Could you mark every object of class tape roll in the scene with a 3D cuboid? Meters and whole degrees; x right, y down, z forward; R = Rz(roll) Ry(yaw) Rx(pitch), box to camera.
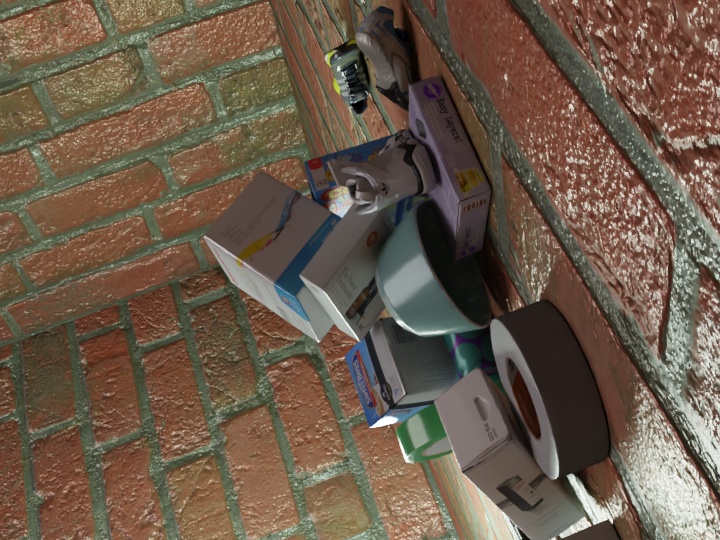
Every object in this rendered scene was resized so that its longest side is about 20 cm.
[{"bbox_3d":[0.221,0.141,1.210,0.200,0.065,0.203,161,91,-85],"label":"tape roll"},{"bbox_3d":[0.152,0.228,1.532,0.201,0.197,0.049,83,167,-69],"label":"tape roll"}]

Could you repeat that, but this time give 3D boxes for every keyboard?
[{"bbox_3d":[0.048,-0.129,1.483,0.011,0.197,0.057,-60,36,39],"label":"keyboard"}]

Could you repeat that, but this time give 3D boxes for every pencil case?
[{"bbox_3d":[0.159,0.084,1.576,0.093,0.084,0.203,114,139,-60],"label":"pencil case"}]

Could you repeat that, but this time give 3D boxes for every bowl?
[{"bbox_3d":[0.093,0.014,1.459,0.201,0.104,0.202,46,-153,-31],"label":"bowl"}]

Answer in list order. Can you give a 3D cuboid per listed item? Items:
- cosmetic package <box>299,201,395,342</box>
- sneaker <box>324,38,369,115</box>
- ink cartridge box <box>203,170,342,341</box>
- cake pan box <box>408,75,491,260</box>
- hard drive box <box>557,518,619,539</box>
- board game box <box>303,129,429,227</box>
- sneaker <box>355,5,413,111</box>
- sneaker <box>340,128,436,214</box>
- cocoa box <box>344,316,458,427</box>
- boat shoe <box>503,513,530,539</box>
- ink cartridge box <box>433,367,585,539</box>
[{"bbox_3d":[0.000,0.000,1.516,0.051,0.152,0.200,28,166,27],"label":"cosmetic package"},{"bbox_3d":[-0.014,-0.366,1.926,0.082,0.073,0.200,62,180,18],"label":"sneaker"},{"bbox_3d":[-0.110,-0.023,1.578,0.199,0.147,0.147,31,162,27],"label":"ink cartridge box"},{"bbox_3d":[0.118,-0.134,1.392,0.201,0.051,0.187,82,170,-66],"label":"cake pan box"},{"bbox_3d":[0.307,0.429,1.301,0.201,0.076,0.158,79,170,-62],"label":"hard drive box"},{"bbox_3d":[0.021,-0.128,1.616,0.196,0.197,0.057,80,172,-65],"label":"board game box"},{"bbox_3d":[0.051,-0.302,1.485,0.071,0.073,0.200,34,168,30],"label":"sneaker"},{"bbox_3d":[0.030,-0.137,1.402,0.200,0.113,0.076,-121,12,-72],"label":"sneaker"},{"bbox_3d":[0.100,0.157,1.648,0.131,0.197,0.135,-47,56,48],"label":"cocoa box"},{"bbox_3d":[0.261,0.355,1.596,0.060,0.073,0.203,-110,10,-73],"label":"boat shoe"},{"bbox_3d":[0.196,0.246,1.348,0.200,0.084,0.146,48,-168,-33],"label":"ink cartridge box"}]
